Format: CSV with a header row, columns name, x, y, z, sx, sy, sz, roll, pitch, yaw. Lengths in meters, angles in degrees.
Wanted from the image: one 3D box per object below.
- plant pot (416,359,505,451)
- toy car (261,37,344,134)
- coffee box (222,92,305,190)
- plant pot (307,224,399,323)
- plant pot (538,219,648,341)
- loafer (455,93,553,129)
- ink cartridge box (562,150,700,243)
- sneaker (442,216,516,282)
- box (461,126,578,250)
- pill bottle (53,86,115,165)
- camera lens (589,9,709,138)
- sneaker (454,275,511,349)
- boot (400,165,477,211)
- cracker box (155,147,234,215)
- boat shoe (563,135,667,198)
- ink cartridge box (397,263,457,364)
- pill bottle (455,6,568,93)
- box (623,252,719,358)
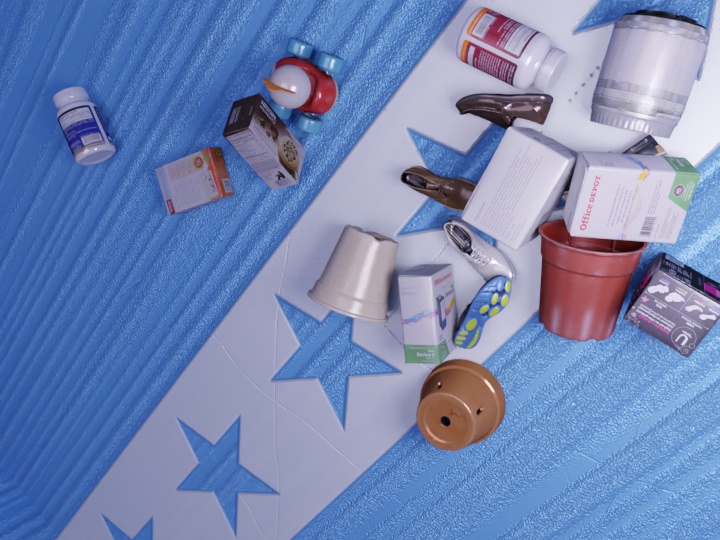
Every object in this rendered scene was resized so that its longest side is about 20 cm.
name,x,y,z,sx,sy,sz,roll,pitch,yaw
plant pot,0.214,0.318,1.465,0.200,0.140,0.200,6,104,27
toy car,-0.163,-0.424,1.466,0.177,0.200,0.184,30,112,18
coffee box,-0.222,-0.299,1.511,0.080,0.200,0.113,-11,52,28
plant pot,0.000,0.000,1.494,0.200,0.200,0.184,22,98,21
plant pot,0.439,0.022,1.267,0.201,0.201,0.195,14,114,24
loafer,0.291,-0.327,1.325,0.200,0.073,0.071,7,103,26
ink cartridge box,0.495,-0.137,1.196,0.200,0.084,0.145,4,123,1
sneaker,0.252,-0.037,1.408,0.200,0.071,0.073,43,116,13
box,0.323,-0.166,1.272,0.131,0.199,0.200,33,113,17
pill bottle,-0.793,-0.413,1.839,0.116,0.116,0.200,-24,89,29
camera lens,0.515,-0.352,1.156,0.160,0.160,0.200,20,109,22
sneaker,0.262,0.083,1.419,0.071,0.083,0.200,20,123,-10
boot,0.179,-0.176,1.416,0.200,0.075,0.074,23,108,20
cracker box,-0.448,-0.238,1.733,0.200,0.058,0.134,-13,94,28
boat shoe,0.488,-0.198,1.255,0.200,0.075,0.062,-27,83,24
ink cartridge box,0.154,0.094,1.444,0.087,0.145,0.200,-3,99,27
pill bottle,0.300,-0.432,1.277,0.200,0.113,0.113,33,114,17
box,0.578,0.058,1.188,0.132,0.200,0.115,34,113,17
